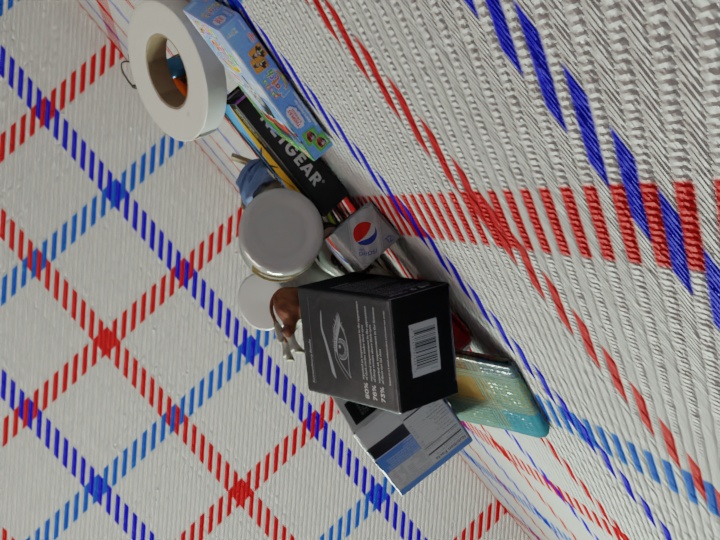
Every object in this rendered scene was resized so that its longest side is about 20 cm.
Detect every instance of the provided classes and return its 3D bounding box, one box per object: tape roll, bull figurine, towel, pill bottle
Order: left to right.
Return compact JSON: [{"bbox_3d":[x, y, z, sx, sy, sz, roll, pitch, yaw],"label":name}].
[{"bbox_3d":[-0.260,-0.284,1.548,0.202,0.037,0.205,30,132,38],"label":"tape roll"},{"bbox_3d":[-0.114,-0.043,1.540,0.115,0.114,0.200,49,173,0],"label":"pill bottle"},{"bbox_3d":[-0.108,0.030,1.745,0.115,0.114,0.200,47,-154,10],"label":"pill bottle"},{"bbox_3d":[-0.040,0.063,1.585,0.065,0.197,0.123,39,-131,-60],"label":"bull figurine"},{"bbox_3d":[0.169,0.162,1.483,0.145,0.022,0.201,9,149,31],"label":"towel"}]

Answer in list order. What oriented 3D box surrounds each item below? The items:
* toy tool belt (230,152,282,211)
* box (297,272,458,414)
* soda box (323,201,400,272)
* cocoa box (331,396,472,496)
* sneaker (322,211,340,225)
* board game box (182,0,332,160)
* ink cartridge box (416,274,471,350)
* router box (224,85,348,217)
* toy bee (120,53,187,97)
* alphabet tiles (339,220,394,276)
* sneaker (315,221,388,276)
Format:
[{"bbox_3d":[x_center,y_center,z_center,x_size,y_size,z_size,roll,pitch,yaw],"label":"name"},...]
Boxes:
[{"bbox_3d":[-0.146,-0.134,1.754,0.123,0.125,0.200,42,177,-23],"label":"toy tool belt"},{"bbox_3d":[0.020,0.088,1.422,0.199,0.103,0.150,8,107,51],"label":"box"},{"bbox_3d":[-0.002,-0.043,1.501,0.064,0.068,0.200,49,175,-4],"label":"soda box"},{"bbox_3d":[0.048,0.196,1.569,0.132,0.133,0.200,54,178,-24],"label":"cocoa box"},{"bbox_3d":[-0.094,-0.085,1.810,0.075,0.080,0.200,63,171,-21],"label":"sneaker"},{"bbox_3d":[-0.125,-0.235,1.330,0.201,0.036,0.151,54,173,-32],"label":"board game box"},{"bbox_3d":[0.098,0.086,1.579,0.116,0.067,0.200,47,174,13],"label":"ink cartridge box"},{"bbox_3d":[-0.113,-0.173,1.561,0.201,0.051,0.149,50,172,-17],"label":"router box"},{"bbox_3d":[-0.261,-0.305,1.662,0.200,0.108,0.132,42,146,20],"label":"toy bee"},{"bbox_3d":[0.029,-0.002,1.810,0.200,0.015,0.196,45,171,35],"label":"alphabet tiles"},{"bbox_3d":[0.000,0.000,1.701,0.200,0.074,0.079,46,165,-14],"label":"sneaker"}]
